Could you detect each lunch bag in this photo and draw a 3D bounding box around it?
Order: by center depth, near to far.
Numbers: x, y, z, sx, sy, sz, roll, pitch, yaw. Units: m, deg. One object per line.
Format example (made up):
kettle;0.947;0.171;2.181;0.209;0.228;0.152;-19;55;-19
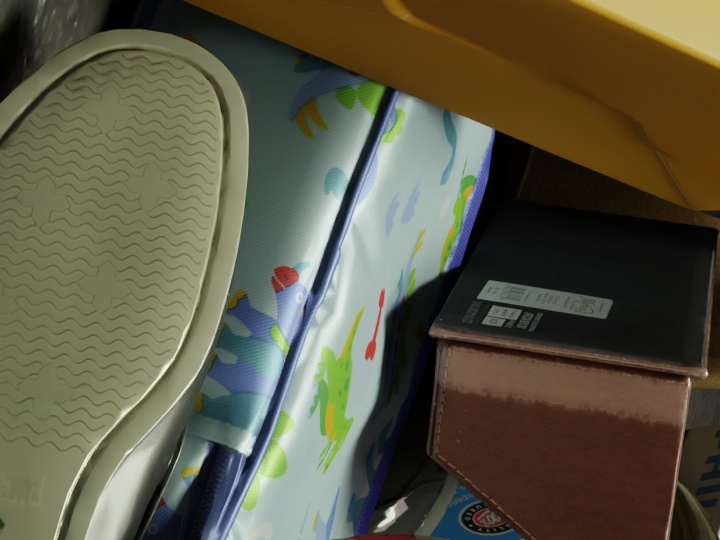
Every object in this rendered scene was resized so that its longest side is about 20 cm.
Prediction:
lunch bag;-0.026;0.008;0.727;0.161;0.082;0.201;76;32;-68

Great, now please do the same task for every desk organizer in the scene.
desk organizer;0.062;0.037;0.789;0.200;0.071;0.078;-52;150;-76

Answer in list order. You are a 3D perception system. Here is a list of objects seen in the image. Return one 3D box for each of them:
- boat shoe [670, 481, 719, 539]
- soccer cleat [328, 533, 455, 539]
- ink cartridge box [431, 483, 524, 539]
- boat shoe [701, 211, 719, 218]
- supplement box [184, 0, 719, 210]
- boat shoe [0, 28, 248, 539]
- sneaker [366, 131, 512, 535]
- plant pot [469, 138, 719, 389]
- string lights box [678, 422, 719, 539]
boat shoe;0.055;0.075;0.975;0.072;0.076;0.200;-51;-152;-3
soccer cleat;-0.020;0.108;0.622;0.076;0.199;0.067;37;45;-47
ink cartridge box;0.051;0.156;0.834;0.145;0.200;0.085;-19;128;-35
boat shoe;0.090;-0.076;0.861;0.074;0.198;0.068;127;-21;-49
supplement box;0.062;-0.139;0.611;0.133;0.196;0.201;1;-107;62
boat shoe;-0.077;0.042;0.603;0.068;0.071;0.201;115;-8;-75
sneaker;0.000;0.000;0.858;0.082;0.073;0.201;74;22;-57
plant pot;0.142;-0.030;0.991;0.186;0.199;0.188;-164;-90;-83
string lights box;0.078;0.126;1.027;0.059;0.199;0.103;40;54;-27
